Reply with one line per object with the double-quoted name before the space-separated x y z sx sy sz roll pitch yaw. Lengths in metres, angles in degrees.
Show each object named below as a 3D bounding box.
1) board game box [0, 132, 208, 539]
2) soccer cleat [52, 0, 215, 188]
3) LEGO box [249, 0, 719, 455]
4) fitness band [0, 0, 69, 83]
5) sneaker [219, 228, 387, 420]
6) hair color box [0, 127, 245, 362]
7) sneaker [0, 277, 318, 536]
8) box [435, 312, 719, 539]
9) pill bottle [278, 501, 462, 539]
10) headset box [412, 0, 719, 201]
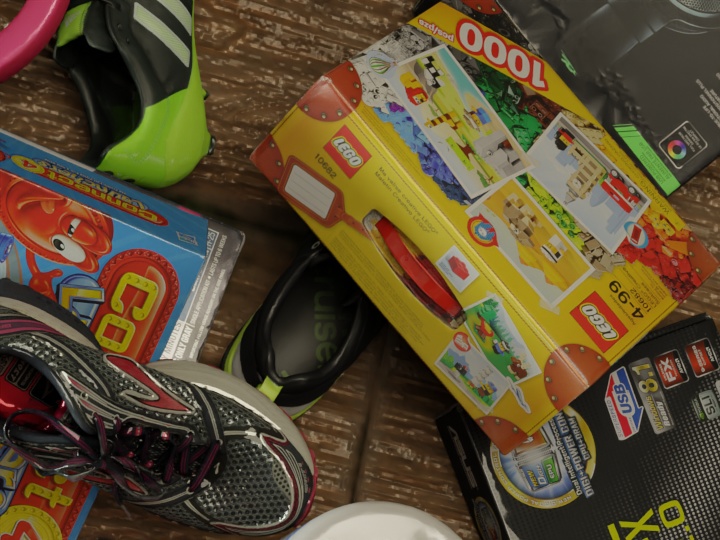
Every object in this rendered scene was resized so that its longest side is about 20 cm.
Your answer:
"board game box" -0.201 0.032 1.274 0.195 0.056 0.201 23 106 -9
"soccer cleat" -0.125 -0.142 1.381 0.081 0.067 0.201 3 74 -48
"LEGO box" 0.066 -0.030 1.348 0.200 0.077 0.149 49 43 4
"fitness band" -0.222 -0.187 1.359 0.143 0.037 0.201 -22 77 3
"sneaker" 0.000 0.000 1.380 0.072 0.083 0.200 34 70 -6
"hair color box" -0.170 -0.007 1.344 0.199 0.061 0.100 23 71 -9
"sneaker" -0.115 0.077 1.224 0.199 0.075 0.081 23 106 -11
"box" 0.150 0.142 1.409 0.160 0.044 0.201 -18 82 -20
"pill bottle" -0.016 0.182 1.267 0.113 0.200 0.114 4 74 -15
"headset box" 0.153 -0.138 1.455 0.200 0.093 0.174 -37 88 -20
